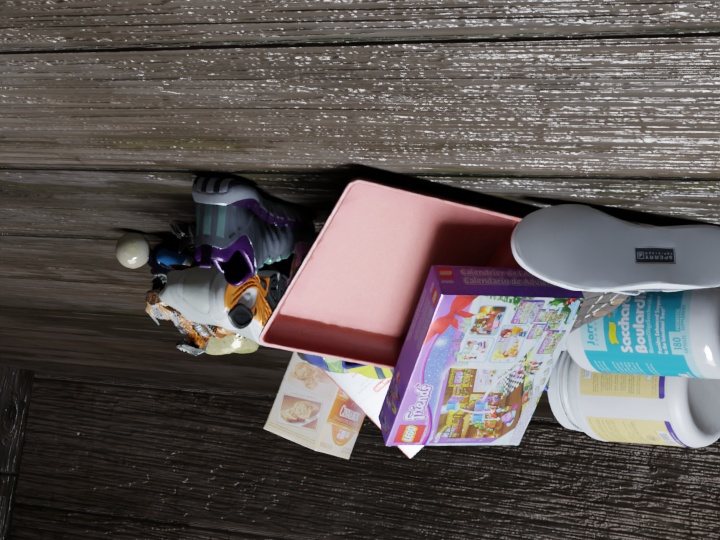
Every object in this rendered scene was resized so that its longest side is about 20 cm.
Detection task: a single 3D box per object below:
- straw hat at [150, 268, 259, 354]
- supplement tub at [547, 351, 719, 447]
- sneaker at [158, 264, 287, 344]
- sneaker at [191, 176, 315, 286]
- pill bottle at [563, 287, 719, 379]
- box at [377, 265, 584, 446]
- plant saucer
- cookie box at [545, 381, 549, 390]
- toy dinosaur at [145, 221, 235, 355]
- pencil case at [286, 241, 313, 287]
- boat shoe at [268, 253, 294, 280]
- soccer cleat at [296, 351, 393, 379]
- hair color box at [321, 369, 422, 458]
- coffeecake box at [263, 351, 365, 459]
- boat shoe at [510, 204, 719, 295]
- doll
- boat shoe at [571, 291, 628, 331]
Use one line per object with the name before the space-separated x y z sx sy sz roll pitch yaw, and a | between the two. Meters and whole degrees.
straw hat | -0.155 0.056 1.876 0.199 0.086 0.201 9 -171 -1
supplement tub | 0.346 0.141 1.989 0.199 0.147 0.145 0 169 42
sneaker | -0.133 0.025 1.583 0.091 0.076 0.200 10 171 15
sneaker | -0.105 -0.024 1.487 0.074 0.088 0.200 3 170 25
pill bottle | 0.270 0.045 1.548 0.199 0.112 0.110 0 169 36
box | 0.105 0.080 1.451 0.135 0.039 0.201 2 134 -18
plant saucer | 0.034 0.002 1.405 0.198 0.037 0.201 12 129 -26
cookie box | 0.138 0.088 1.898 0.169 0.076 0.200 6 171 11
toy dinosaur | -0.158 0.023 1.674 0.101 0.137 0.200 5 171 9
pencil case | 0.030 0.008 1.500 0.198 0.083 0.087 -3 130 -8
boat shoe | 0.000 0.003 1.629 0.200 0.073 0.060 7 177 28
soccer cleat | 0.022 0.077 1.588 0.083 0.065 0.199 4 178 39
hair color box | 0.023 0.098 1.770 0.200 0.101 0.061 46 -167 -11
coffeecake box | -0.026 0.110 1.888 0.072 0.202 0.153 20 175 17
boat shoe | 0.220 -0.014 1.370 0.198 0.073 0.068 1 171 -10
doll | -0.175 -0.005 1.794 0.198 0.049 0.136 9 178 -13
boat shoe | 0.180 0.021 1.503 0.075 0.072 0.200 10 142 -44
